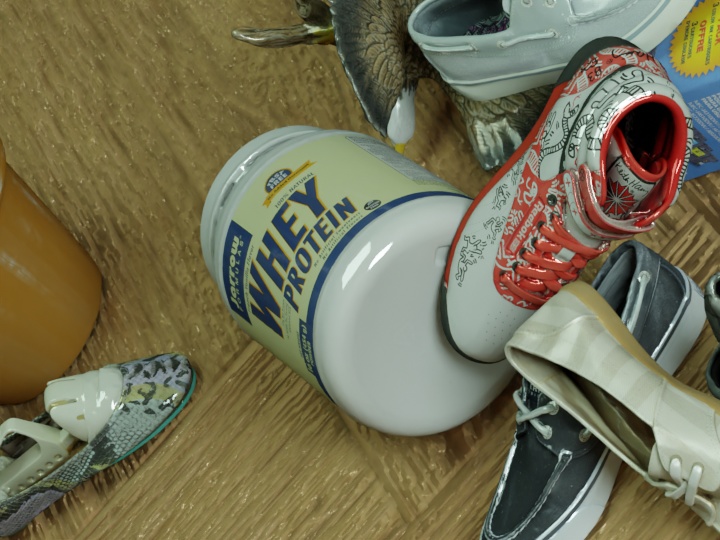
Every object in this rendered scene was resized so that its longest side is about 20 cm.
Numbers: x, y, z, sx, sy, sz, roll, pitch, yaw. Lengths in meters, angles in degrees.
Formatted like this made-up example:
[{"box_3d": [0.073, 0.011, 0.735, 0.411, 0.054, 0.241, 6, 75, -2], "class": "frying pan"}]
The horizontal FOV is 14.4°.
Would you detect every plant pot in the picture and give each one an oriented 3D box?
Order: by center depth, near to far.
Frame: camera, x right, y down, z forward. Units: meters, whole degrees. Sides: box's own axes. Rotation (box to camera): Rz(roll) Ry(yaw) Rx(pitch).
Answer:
[{"box_3d": [-0.289, -0.001, 2.006, 0.200, 0.183, 0.201, -30, 41, 30], "class": "plant pot"}]

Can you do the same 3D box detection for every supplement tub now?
[{"box_3d": [0.000, 0.000, 1.697, 0.145, 0.145, 0.200, -54, 35, -1], "class": "supplement tub"}]

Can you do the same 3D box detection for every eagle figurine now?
[{"box_3d": [0.032, -0.140, 1.799, 0.151, 0.151, 0.200, -36, 20, -13], "class": "eagle figurine"}]

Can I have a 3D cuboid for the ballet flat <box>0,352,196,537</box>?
[{"box_3d": [-0.200, 0.111, 1.907, 0.200, 0.072, 0.072, -37, 38, 23], "class": "ballet flat"}]

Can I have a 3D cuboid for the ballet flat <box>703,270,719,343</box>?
[{"box_3d": [0.256, 0.047, 1.383, 0.199, 0.057, 0.067, 17, 87, 26], "class": "ballet flat"}]

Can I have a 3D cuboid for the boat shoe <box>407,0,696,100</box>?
[{"box_3d": [0.106, -0.151, 1.636, 0.200, 0.071, 0.070, -16, 49, 45], "class": "boat shoe"}]

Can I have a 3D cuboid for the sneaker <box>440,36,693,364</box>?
[{"box_3d": [0.111, -0.026, 1.550, 0.202, 0.067, 0.108, -61, 20, 11], "class": "sneaker"}]

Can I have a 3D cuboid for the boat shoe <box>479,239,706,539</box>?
[{"box_3d": [0.115, 0.076, 1.563, 0.201, 0.068, 0.072, -57, 35, -4], "class": "boat shoe"}]

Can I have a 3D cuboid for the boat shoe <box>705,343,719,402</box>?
[{"box_3d": [0.265, 0.012, 1.450, 0.201, 0.063, 0.074, -42, 35, 14], "class": "boat shoe"}]

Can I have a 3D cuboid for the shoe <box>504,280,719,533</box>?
[{"box_3d": [0.151, 0.085, 1.471, 0.053, 0.070, 0.200, -27, 52, -25], "class": "shoe"}]

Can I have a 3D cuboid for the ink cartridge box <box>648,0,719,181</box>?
[{"box_3d": [0.217, -0.137, 1.623, 0.199, 0.076, 0.137, -17, 49, 39], "class": "ink cartridge box"}]
